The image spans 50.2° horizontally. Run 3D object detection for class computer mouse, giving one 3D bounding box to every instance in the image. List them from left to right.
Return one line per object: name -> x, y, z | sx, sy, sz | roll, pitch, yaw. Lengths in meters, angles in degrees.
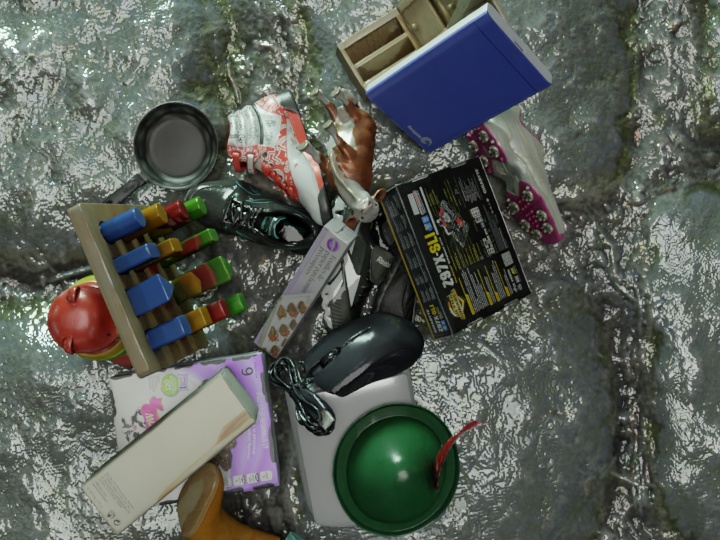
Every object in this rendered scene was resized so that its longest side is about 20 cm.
computer mouse -> -0.008, 0.106, 0.945 | 0.198, 0.138, 0.053 | -26, 132, -21

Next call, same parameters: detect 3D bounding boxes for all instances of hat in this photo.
hat -> 0.057, 0.254, 0.879 | 0.162, 0.176, 0.204 | -13, 103, -7

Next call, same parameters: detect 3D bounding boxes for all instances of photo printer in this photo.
photo printer -> -0.002, 0.230, 0.994 | 0.163, 0.069, 0.204 | -10, 102, -5

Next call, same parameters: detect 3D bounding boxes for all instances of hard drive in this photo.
hard drive -> 0.120, -0.233, 0.967 | 0.131, 0.198, 0.026 | 35, 49, -30

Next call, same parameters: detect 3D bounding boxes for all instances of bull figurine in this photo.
bull figurine -> -0.018, -0.150, 0.977 | 0.064, 0.202, 0.122 | -24, 129, 22

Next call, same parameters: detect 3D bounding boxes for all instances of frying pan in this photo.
frying pan -> -0.262, -0.131, 1.025 | 0.113, 0.031, 0.193 | 26, 89, -3

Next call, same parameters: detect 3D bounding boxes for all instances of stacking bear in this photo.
stacking bear -> -0.314, 0.058, 0.927 | 0.111, 0.200, 0.124 | 10, 87, -4

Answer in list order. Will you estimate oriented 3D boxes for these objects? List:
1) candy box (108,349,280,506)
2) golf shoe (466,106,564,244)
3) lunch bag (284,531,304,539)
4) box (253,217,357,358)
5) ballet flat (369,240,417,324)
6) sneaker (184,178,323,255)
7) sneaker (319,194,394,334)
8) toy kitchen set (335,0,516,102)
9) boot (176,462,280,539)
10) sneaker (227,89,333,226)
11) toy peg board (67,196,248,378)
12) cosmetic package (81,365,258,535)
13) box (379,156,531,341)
candy box -> -0.211, 0.203, 0.993 | 0.196, 0.072, 0.172 | -8, 89, -5
golf shoe -> 0.230, -0.133, 1.045 | 0.091, 0.075, 0.202 | -38, 99, -24
lunch bag -> -0.053, 0.464, 0.969 | 0.200, 0.122, 0.171 | 43, 80, -25
box -> -0.072, 0.025, 0.980 | 0.038, 0.041, 0.201 | 35, 118, 2
ballet flat -> 0.046, 0.051, 1.027 | 0.065, 0.057, 0.205 | 8, 88, -4
sneaker -> -0.136, -0.074, 1.007 | 0.196, 0.079, 0.077 | 14, 93, -2
sneaker -> 0.000, 0.000, 1.009 | 0.089, 0.066, 0.205 | 3, 85, 28
toy kitchen set -> 0.088, -0.284, 0.975 | 0.179, 0.200, 0.165 | -32, 89, -5
boot -> -0.161, 0.324, 0.957 | 0.142, 0.071, 0.204 | 14, 115, -29
sneaker -> -0.110, -0.132, 1.006 | 0.106, 0.067, 0.205 | -19, 72, -4
toy peg board -> -0.227, 0.000, 0.925 | 0.096, 0.199, 0.203 | -24, 90, 8
cosmetic package -> -0.218, 0.206, 0.905 | 0.199, 0.105, 0.072 | -38, 93, -4
box -> 0.126, -0.033, 1.007 | 0.158, 0.049, 0.203 | -22, 91, -33
